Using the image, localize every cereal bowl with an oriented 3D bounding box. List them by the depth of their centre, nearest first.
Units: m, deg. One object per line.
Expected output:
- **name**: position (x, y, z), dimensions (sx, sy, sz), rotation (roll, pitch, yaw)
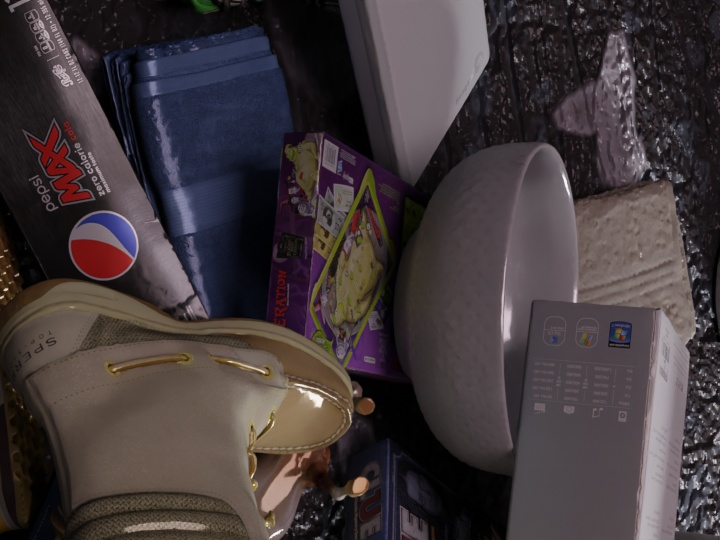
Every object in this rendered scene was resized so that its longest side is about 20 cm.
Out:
- **cereal bowl**: position (0.074, 0.022, 0.848), dimensions (0.200, 0.083, 0.202), rotation (4, 90, -69)

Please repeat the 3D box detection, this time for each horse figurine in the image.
- **horse figurine**: position (-0.050, 0.137, 0.765), dimensions (0.050, 0.132, 0.201), rotation (35, 75, -19)

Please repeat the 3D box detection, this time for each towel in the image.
- **towel**: position (-0.077, -0.033, 0.787), dimensions (0.111, 0.048, 0.202), rotation (-19, 99, -42)
- **towel**: position (0.169, 0.011, 1.007), dimensions (0.199, 0.034, 0.134), rotation (-14, 95, -40)

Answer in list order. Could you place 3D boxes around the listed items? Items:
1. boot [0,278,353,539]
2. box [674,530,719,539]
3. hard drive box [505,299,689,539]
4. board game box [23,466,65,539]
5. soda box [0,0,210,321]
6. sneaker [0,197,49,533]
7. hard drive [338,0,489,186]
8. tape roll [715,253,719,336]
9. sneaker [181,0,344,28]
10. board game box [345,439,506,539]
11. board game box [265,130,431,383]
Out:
- **boot**: position (-0.061, 0.091, 0.621), dimensions (0.199, 0.072, 0.155), rotation (19, 31, -43)
- **box**: position (0.213, 0.289, 0.916), dimensions (0.131, 0.198, 0.201), rotation (45, 60, -29)
- **hard drive box**: position (0.144, 0.131, 0.828), dimensions (0.156, 0.076, 0.202), rotation (34, 62, -66)
- **board game box**: position (-0.153, 0.201, 0.660), dimensions (0.136, 0.034, 0.201), rotation (86, 23, -67)
- **soda box**: position (-0.147, -0.046, 0.690), dimensions (0.063, 0.071, 0.201), rotation (-27, 100, -11)
- **sneaker**: position (-0.207, 0.031, 0.655), dimensions (0.089, 0.075, 0.202), rotation (-11, 70, -3)
- **hard drive**: position (0.035, -0.159, 0.838), dimensions (0.132, 0.026, 0.201), rotation (-59, 154, -27)
- **tape roll**: position (0.406, 0.023, 1.140), dimensions (0.202, 0.139, 0.205), rotation (4, 84, -41)
- **sneaker**: position (-0.067, -0.180, 0.799), dimensions (0.199, 0.078, 0.086), rotation (21, 89, -36)
- **board game box**: position (0.045, 0.216, 0.815), dimensions (0.135, 0.034, 0.201), rotation (40, 34, -32)
- **board game box**: position (0.000, 0.000, 0.805), dimensions (0.200, 0.032, 0.121), rotation (23, 67, -68)
